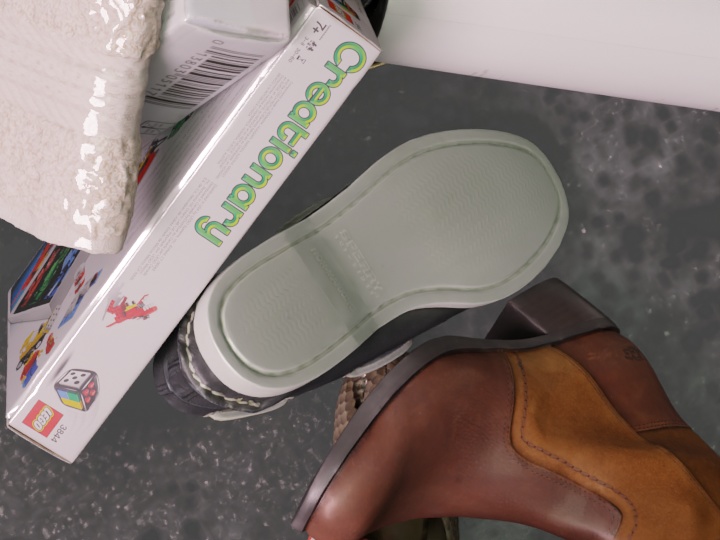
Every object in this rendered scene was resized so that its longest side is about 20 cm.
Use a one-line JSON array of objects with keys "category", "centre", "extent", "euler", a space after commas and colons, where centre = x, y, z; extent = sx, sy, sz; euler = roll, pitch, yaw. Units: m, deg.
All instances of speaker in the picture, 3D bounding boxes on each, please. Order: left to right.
[{"category": "speaker", "centre": [0.098, -0.108, 1.029], "extent": [0.198, 0.081, 0.082], "euler": [7, 93, -11]}]

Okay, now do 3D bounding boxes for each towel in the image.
[{"category": "towel", "centre": [-0.150, -0.100, 0.955], "extent": [0.199, 0.034, 0.133], "euler": [25, 116, 35]}]

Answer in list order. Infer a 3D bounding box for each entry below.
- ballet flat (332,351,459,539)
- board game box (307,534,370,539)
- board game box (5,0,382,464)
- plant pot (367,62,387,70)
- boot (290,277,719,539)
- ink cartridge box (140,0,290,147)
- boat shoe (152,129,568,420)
[{"category": "ballet flat", "centre": [0.019, 0.132, 1.077], "extent": [0.067, 0.046, 0.202], "euler": [-3, 93, 1]}, {"category": "board game box", "centre": [0.081, 0.167, 1.000], "extent": [0.199, 0.151, 0.047], "euler": [22, 93, -20]}, {"category": "board game box", "centre": [-0.070, -0.034, 1.010], "extent": [0.035, 0.126, 0.200], "euler": [33, 105, -18]}, {"category": "plant pot", "centre": [-0.022, -0.180, 1.071], "extent": [0.198, 0.027, 0.202], "euler": [0, 94, 1]}, {"category": "boot", "centre": [0.092, 0.110, 1.001], "extent": [0.200, 0.188, 0.069], "euler": [45, 127, 17]}, {"category": "ink cartridge box", "centre": [-0.088, -0.153, 0.998], "extent": [0.057, 0.162, 0.202], "euler": [12, 67, -29]}, {"category": "boat shoe", "centre": [0.000, 0.000, 1.034], "extent": [0.199, 0.060, 0.076], "euler": [-21, 84, -38]}]
